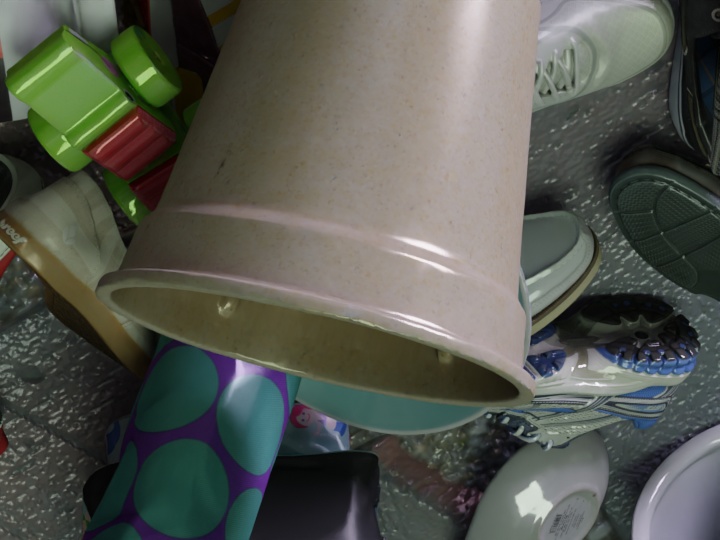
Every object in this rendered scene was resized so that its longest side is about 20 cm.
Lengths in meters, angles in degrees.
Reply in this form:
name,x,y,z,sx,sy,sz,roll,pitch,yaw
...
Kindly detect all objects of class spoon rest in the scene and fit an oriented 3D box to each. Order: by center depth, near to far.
name,x,y,z,sx,sy,sz,roll,pitch,yaw
spoon rest,0.095,0.181,1.316,0.099,0.061,0.200,3,116,-43

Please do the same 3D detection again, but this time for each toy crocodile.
name,x,y,z,sx,sy,sz,roll,pitch,yaw
toy crocodile,-0.101,-0.059,0.996,0.067,0.062,0.200,-35,151,7

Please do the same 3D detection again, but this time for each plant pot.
name,x,y,z,sx,sy,sz,roll,pitch,yaw
plant pot,0.000,-0.052,0.942,0.200,0.200,0.184,19,78,-26

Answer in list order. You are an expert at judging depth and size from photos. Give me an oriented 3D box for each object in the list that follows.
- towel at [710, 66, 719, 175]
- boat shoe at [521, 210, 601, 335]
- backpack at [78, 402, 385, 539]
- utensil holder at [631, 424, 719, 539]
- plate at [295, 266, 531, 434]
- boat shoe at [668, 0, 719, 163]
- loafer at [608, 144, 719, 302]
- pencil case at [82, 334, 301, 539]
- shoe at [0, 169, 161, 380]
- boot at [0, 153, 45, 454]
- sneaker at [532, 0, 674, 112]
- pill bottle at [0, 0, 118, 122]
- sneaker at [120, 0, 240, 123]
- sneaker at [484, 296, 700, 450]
name,x,y,z,sx,sy,sz,roll,pitch,yaw
towel,0.260,-0.163,1.096,0.200,0.035,0.193,-23,130,-34
boat shoe,0.036,0.009,1.169,0.200,0.075,0.068,-23,130,4
backpack,-0.072,0.172,1.192,0.177,0.151,0.200,-3,140,-3
utensil holder,0.277,0.219,1.323,0.170,0.170,0.200,-23,128,1
plate,0.000,0.000,1.097,0.200,0.026,0.200,15,130,19
boat shoe,0.199,-0.139,1.115,0.070,0.066,0.200,-8,126,-10
loafer,0.219,-0.019,1.220,0.200,0.063,0.072,37,140,-29
pencil case,-0.088,0.095,1.062,0.085,0.200,0.092,35,145,-25
shoe,-0.135,0.005,1.095,0.053,0.070,0.200,-51,160,-11
boot,-0.215,0.034,1.132,0.200,0.072,0.144,-45,137,9
sneaker,0.075,-0.103,1.100,0.200,0.081,0.075,-14,125,-8
pill bottle,-0.219,-0.119,0.988,0.200,0.113,0.113,-10,126,-8
sneaker,-0.071,-0.156,1.035,0.090,0.075,0.200,-11,133,-17
sneaker,0.101,0.071,1.232,0.200,0.077,0.085,1,128,-15
